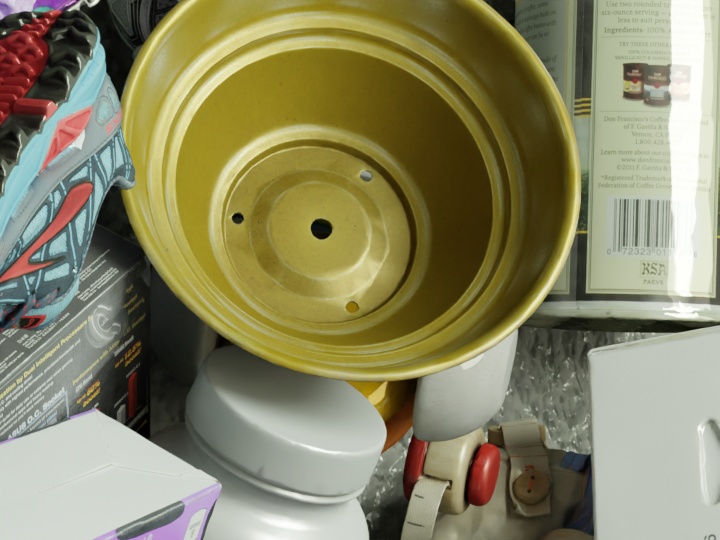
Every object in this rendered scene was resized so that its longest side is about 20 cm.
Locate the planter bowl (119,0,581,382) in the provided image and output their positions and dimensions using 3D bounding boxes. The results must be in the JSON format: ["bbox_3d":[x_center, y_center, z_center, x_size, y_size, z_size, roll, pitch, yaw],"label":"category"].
[{"bbox_3d":[-0.011,-0.033,0.985,0.199,0.084,0.202,5,67,-11],"label":"planter bowl"}]

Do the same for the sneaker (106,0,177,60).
[{"bbox_3d":[-0.051,-0.164,1.097,0.082,0.078,0.200,56,44,-16],"label":"sneaker"}]

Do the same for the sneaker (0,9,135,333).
[{"bbox_3d":[-0.137,-0.002,0.830,0.200,0.079,0.096,-57,140,-35],"label":"sneaker"}]

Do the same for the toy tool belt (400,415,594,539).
[{"bbox_3d":[0.097,0.136,1.168,0.200,0.122,0.126,69,36,-61],"label":"toy tool belt"}]

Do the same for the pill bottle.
[{"bbox_3d":[-0.064,0.139,0.983,0.112,0.112,0.201,-1,121,-48],"label":"pill bottle"}]

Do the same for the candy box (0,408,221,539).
[{"bbox_3d":[-0.151,0.171,0.875,0.167,0.071,0.201,-19,133,-60],"label":"candy box"}]

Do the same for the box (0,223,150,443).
[{"bbox_3d":[-0.163,0.093,0.927,0.200,0.050,0.158,-45,151,-39],"label":"box"}]

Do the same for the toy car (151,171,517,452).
[{"bbox_3d":[0.000,0.000,1.108,0.150,0.174,0.201,77,28,-68],"label":"toy car"}]

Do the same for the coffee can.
[{"bbox_3d":[0.154,-0.069,1.270,0.146,0.146,0.202,6,84,-47],"label":"coffee can"}]

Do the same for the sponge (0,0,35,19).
[{"bbox_3d":[-0.195,-0.051,0.832,0.112,0.030,0.201,46,56,-48],"label":"sponge"}]

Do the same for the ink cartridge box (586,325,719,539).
[{"bbox_3d":[0.180,0.138,1.146,0.200,0.084,0.146,54,30,-54],"label":"ink cartridge box"}]

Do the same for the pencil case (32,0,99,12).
[{"bbox_3d":[-0.181,-0.073,0.938,0.085,0.092,0.201,103,10,-65],"label":"pencil case"}]

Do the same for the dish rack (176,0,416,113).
[{"bbox_3d":[-0.014,-0.184,1.069,0.171,0.044,0.201,26,49,-16],"label":"dish rack"}]
